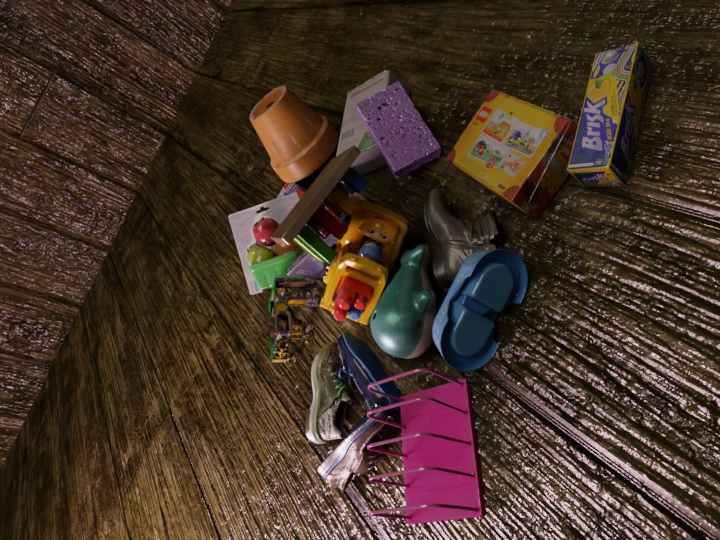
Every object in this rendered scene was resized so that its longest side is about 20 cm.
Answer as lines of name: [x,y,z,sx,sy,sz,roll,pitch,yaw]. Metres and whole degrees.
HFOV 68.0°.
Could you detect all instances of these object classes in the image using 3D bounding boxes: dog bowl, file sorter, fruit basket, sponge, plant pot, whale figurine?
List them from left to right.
fruit basket: [-0.208,-0.064,1.288,0.182,0.094,0.203,-18,82,7]
plant pot: [-0.187,-0.369,1.406,0.198,0.184,0.202,-25,39,22]
sponge: [0.079,-0.302,1.137,0.110,0.030,0.202,-26,66,-1]
whale figurine: [0.074,0.052,0.952,0.159,0.102,0.204,161,118,-67]
file sorter: [0.089,0.269,0.821,0.138,0.125,0.203,-26,52,36]
dog bowl: [0.185,0.058,0.848,0.202,0.110,0.050,-63,24,3]

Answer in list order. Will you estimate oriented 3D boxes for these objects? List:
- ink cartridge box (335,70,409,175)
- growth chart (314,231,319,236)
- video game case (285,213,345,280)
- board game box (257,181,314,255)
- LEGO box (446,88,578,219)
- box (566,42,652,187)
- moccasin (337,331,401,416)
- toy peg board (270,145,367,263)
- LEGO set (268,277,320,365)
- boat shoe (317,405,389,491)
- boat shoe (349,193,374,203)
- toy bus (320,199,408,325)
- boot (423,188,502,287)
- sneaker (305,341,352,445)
ink cartridge box: [0.030,-0.344,1.258,0.144,0.087,0.204,-13,63,44]
growth chart: [-0.087,-0.063,1.299,0.201,0.018,0.146,-49,40,20]
video game case: [-0.049,-0.045,1.145,0.199,0.142,0.019,-40,61,28]
board game box: [-0.189,-0.121,1.407,0.202,0.055,0.196,-57,33,10]
LEGO box: [0.262,-0.205,0.918,0.150,0.077,0.200,-55,39,12]
box: [0.378,-0.231,0.808,0.069,0.064,0.203,5,75,50]
moccasin: [-0.001,0.198,1.008,0.069,0.080,0.201,-56,38,17]
toy peg board: [-0.060,-0.107,0.984,0.200,0.097,0.200,-52,15,-6]
LEGO set: [-0.145,0.112,1.229,0.202,0.114,0.155,-104,23,-44]
boat shoe: [0.001,0.318,0.945,0.072,0.072,0.201,43,124,10]
boat shoe: [-0.032,-0.135,1.222,0.199,0.075,0.075,17,76,55]
toy bus: [0.000,0.000,0.991,0.193,0.134,0.202,-75,8,-59]
boot: [0.189,-0.075,0.955,0.129,0.067,0.203,-24,61,34]
sneaker: [-0.048,0.243,1.059,0.087,0.077,0.204,-8,69,32]
